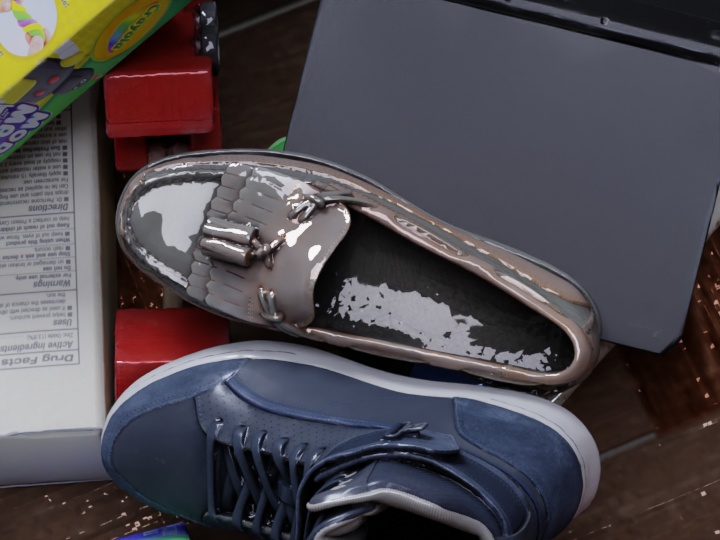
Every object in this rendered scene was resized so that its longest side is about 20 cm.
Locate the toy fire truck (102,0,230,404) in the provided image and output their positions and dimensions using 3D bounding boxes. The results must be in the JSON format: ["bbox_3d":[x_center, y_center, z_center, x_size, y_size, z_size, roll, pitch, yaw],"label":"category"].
[{"bbox_3d":[-0.081,-0.045,1.246,0.049,0.142,0.200,-2,29,-2],"label":"toy fire truck"}]

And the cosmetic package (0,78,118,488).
[{"bbox_3d":[-0.156,-0.011,1.250,0.105,0.071,0.201,-3,69,2],"label":"cosmetic package"}]

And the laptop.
[{"bbox_3d":[0.071,-0.081,1.232,0.177,0.104,0.200,14,36,5],"label":"laptop"}]

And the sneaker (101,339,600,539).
[{"bbox_3d":[-0.026,0.086,1.100,0.202,0.146,0.077,2,109,20],"label":"sneaker"}]

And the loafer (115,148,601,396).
[{"bbox_3d":[0.000,0.000,1.145,0.199,0.063,0.072,17,95,0],"label":"loafer"}]

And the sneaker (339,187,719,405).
[{"bbox_3d":[0.074,-0.013,1.242,0.111,0.077,0.200,41,81,6],"label":"sneaker"}]

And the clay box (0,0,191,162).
[{"bbox_3d":[-0.148,-0.117,1.181,0.200,0.048,0.115,-37,68,19],"label":"clay box"}]

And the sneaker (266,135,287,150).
[{"bbox_3d":[0.013,-0.081,1.277,0.200,0.074,0.084,-40,71,-24],"label":"sneaker"}]

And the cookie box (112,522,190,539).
[{"bbox_3d":[-0.152,0.166,1.122,0.199,0.171,0.076,-14,95,-5],"label":"cookie box"}]
